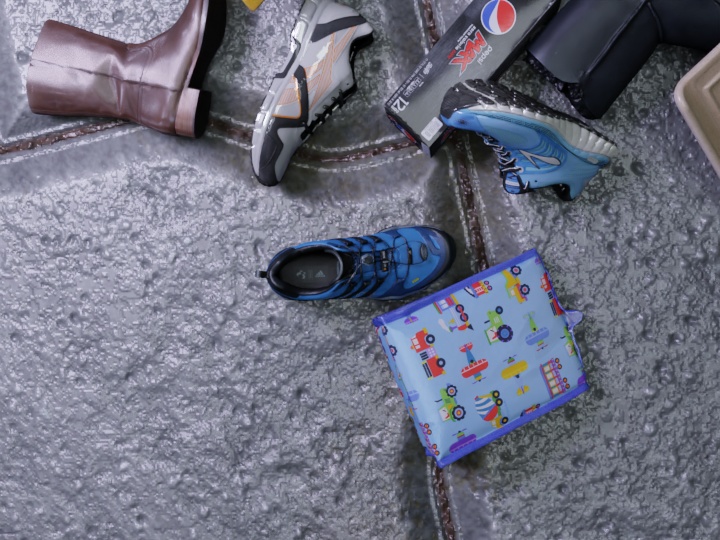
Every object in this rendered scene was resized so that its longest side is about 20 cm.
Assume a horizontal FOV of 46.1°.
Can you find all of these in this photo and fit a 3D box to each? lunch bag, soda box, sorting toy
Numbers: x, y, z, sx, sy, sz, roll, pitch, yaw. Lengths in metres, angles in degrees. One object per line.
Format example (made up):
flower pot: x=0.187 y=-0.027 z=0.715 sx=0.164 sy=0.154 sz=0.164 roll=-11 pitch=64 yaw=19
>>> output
lunch bag: x=0.131 y=0.079 z=0.842 sx=0.197 sy=0.094 sz=0.153 roll=-23 pitch=88 yaw=-5
soda box: x=0.111 y=-0.210 z=0.831 sx=0.063 sy=0.071 sz=0.200 roll=42 pitch=94 yaw=6
sorting toy: x=0.400 y=-0.170 z=0.803 sx=0.200 sy=0.036 sz=0.185 roll=-45 pitch=120 yaw=2

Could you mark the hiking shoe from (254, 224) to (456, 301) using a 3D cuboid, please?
hiking shoe: x=0.000 y=0.000 z=0.840 sx=0.196 sy=0.087 sz=0.076 roll=-11 pitch=92 yaw=4

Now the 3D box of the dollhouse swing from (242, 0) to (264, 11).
dollhouse swing: x=-0.093 y=-0.390 z=0.759 sx=0.174 sy=0.183 sz=0.200 roll=-31 pitch=122 yaw=22

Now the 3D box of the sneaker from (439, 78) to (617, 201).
sneaker: x=0.155 y=-0.113 z=0.801 sx=0.197 sy=0.079 sz=0.091 roll=16 pitch=112 yaw=-29

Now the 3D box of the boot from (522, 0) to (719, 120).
boot: x=0.276 y=-0.216 z=0.823 sx=0.198 sy=0.077 sz=0.169 roll=31 pitch=110 yaw=-17

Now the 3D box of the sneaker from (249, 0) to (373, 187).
sneaker: x=-0.049 y=-0.175 z=0.844 sx=0.079 sy=0.074 sz=0.203 roll=23 pitch=94 yaw=0

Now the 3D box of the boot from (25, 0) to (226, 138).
boot: x=-0.244 y=-0.239 z=0.864 sx=0.196 sy=0.064 sz=0.190 roll=12 pitch=91 yaw=8
